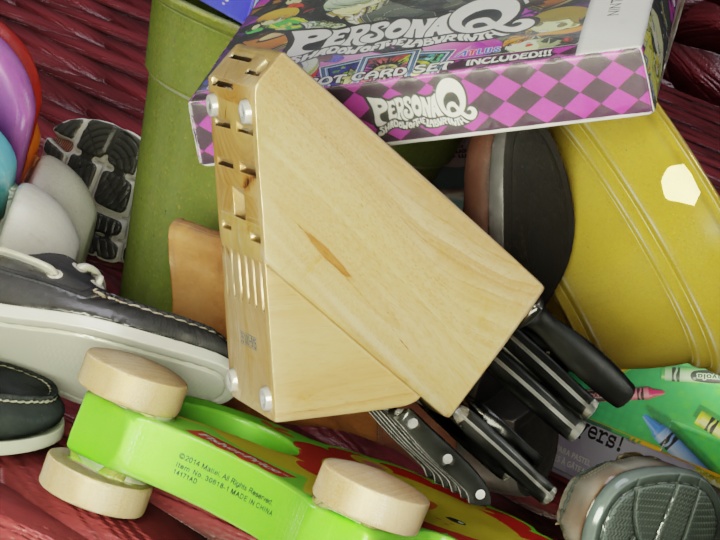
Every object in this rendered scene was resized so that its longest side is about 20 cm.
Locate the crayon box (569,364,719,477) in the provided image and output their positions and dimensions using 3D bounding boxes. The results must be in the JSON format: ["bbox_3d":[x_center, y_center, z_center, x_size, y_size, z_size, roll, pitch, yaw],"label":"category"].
[{"bbox_3d":[0.202,0.068,1.314,0.199,0.059,0.119,22,14,13],"label":"crayon box"}]

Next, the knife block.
[{"bbox_3d":[0.032,0.001,1.048,0.175,0.201,0.064,-8,10,-20],"label":"knife block"}]

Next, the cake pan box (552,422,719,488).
[{"bbox_3d":[0.173,0.091,1.418,0.184,0.053,0.200,27,16,27],"label":"cake pan box"}]

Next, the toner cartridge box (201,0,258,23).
[{"bbox_3d":[-0.065,-0.167,1.329,0.095,0.043,0.200,7,16,-36],"label":"toner cartridge box"}]

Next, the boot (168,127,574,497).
[{"bbox_3d":[0.000,0.000,1.181,0.199,0.189,0.068,14,34,30],"label":"boot"}]

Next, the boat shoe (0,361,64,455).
[{"bbox_3d":[-0.211,0.032,1.077,0.199,0.066,0.074,12,12,-27],"label":"boat shoe"}]

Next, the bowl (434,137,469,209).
[{"bbox_3d":[0.056,-0.060,1.530,0.200,0.201,0.105,22,-31,20],"label":"bowl"}]

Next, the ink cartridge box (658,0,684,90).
[{"bbox_3d":[0.073,-0.169,1.463,0.145,0.084,0.200,10,11,-35],"label":"ink cartridge box"}]

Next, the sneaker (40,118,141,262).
[{"bbox_3d":[-0.106,-0.025,1.522,0.199,0.077,0.085,29,3,15],"label":"sneaker"}]

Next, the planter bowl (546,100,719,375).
[{"bbox_3d":[0.118,-0.016,1.208,0.201,0.083,0.200,59,-1,2],"label":"planter bowl"}]

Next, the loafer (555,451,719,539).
[{"bbox_3d":[0.141,0.123,1.181,0.063,0.072,0.200,27,4,38],"label":"loafer"}]

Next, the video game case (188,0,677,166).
[{"bbox_3d":[0.040,-0.104,1.128,0.199,0.036,0.181,-6,23,15],"label":"video game case"}]

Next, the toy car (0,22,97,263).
[{"bbox_3d":[-0.217,-0.059,1.277,0.174,0.151,0.200,18,12,-3],"label":"toy car"}]

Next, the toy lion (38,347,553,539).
[{"bbox_3d":[-0.011,0.102,1.097,0.199,0.069,0.192,24,6,27],"label":"toy lion"}]

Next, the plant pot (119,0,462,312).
[{"bbox_3d":[-0.048,-0.039,1.341,0.199,0.191,0.200,18,12,-4],"label":"plant pot"}]

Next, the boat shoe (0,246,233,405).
[{"bbox_3d":[-0.151,0.019,1.155,0.199,0.074,0.061,8,56,4],"label":"boat shoe"}]
